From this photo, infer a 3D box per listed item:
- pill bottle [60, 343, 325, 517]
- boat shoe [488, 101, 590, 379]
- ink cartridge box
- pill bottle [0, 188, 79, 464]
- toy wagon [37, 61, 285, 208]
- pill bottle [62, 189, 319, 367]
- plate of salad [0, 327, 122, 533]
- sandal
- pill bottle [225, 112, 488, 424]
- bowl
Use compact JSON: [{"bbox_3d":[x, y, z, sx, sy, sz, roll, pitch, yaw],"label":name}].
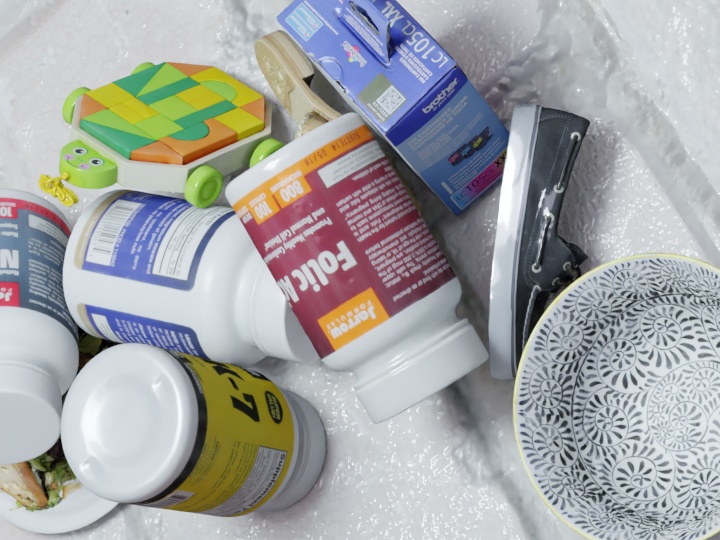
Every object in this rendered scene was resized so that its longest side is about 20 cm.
[{"bbox_3d":[-0.117,0.121,1.722,0.114,0.200,0.114,-6,77,29],"label":"pill bottle"},{"bbox_3d":[0.131,-0.019,1.688,0.066,0.070,0.200,7,88,8],"label":"boat shoe"},{"bbox_3d":[0.025,-0.137,1.686,0.076,0.200,0.136,-44,62,3],"label":"ink cartridge box"},{"bbox_3d":[-0.280,0.045,1.834,0.120,0.120,0.200,-31,44,22],"label":"pill bottle"},{"bbox_3d":[-0.160,-0.102,1.807,0.155,0.200,0.040,32,130,32],"label":"toy wagon"},{"bbox_3d":[-0.115,0.010,1.792,0.200,0.120,0.120,12,86,31],"label":"pill bottle"},{"bbox_3d":[-0.249,0.111,1.893,0.200,0.048,0.200,-7,76,30],"label":"plate of salad"},{"bbox_3d":[-0.038,-0.089,1.777,0.070,0.078,0.212,-27,62,-18],"label":"sandal"},{"bbox_3d":[0.000,0.000,1.666,0.114,0.114,0.200,-31,89,22],"label":"pill bottle"},{"bbox_3d":[0.213,0.095,1.595,0.201,0.094,0.201,-7,76,30],"label":"bowl"}]
